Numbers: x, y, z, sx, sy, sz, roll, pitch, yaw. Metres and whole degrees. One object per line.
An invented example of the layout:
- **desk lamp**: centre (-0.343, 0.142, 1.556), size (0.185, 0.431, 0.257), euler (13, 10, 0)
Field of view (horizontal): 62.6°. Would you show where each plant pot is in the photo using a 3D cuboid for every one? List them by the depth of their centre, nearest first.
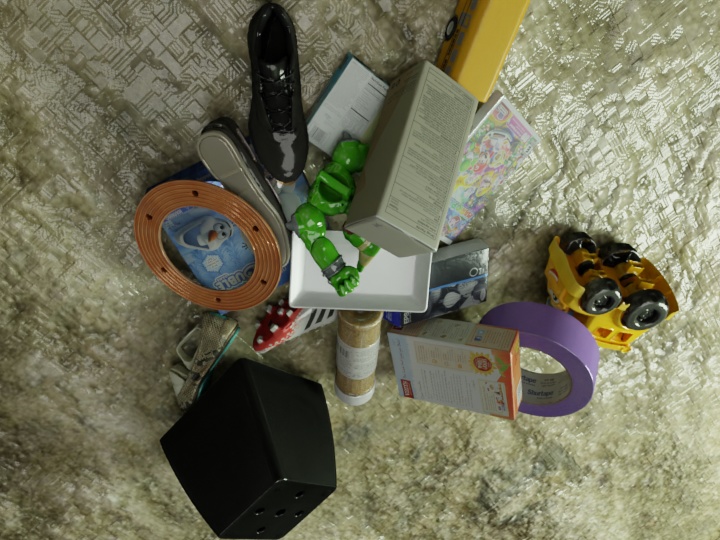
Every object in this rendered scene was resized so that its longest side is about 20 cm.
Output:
- **plant pot**: centre (-0.150, 0.284, 0.889), size (0.200, 0.179, 0.198), euler (-43, 140, 14)

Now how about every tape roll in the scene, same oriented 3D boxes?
- **tape roll**: centre (0.274, 0.145, 0.945), size (0.196, 0.066, 0.203), euler (18, 139, 16)

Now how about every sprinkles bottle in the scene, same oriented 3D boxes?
- **sprinkles bottle**: centre (-0.005, 0.123, 0.900), size (0.067, 0.069, 0.203), euler (-5, 136, -10)

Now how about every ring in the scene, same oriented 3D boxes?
- **ring**: centre (-0.193, -0.029, 0.755), size (0.195, 0.019, 0.204), euler (7, 128, 9)

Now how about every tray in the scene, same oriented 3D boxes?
- **tray**: centre (0.000, 0.000, 0.818), size (0.195, 0.022, 0.110), euler (3, 100, -8)

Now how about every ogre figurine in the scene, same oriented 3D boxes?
- **ogre figurine**: centre (-0.009, -0.085, 0.748), size (0.119, 0.098, 0.202), euler (34, 102, -11)

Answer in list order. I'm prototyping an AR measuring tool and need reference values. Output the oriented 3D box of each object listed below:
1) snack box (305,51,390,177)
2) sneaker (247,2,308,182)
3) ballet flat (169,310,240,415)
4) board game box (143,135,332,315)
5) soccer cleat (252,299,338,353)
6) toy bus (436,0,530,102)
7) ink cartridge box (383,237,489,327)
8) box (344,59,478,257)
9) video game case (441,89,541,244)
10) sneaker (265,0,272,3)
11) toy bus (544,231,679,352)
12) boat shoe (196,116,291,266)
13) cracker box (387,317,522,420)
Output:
- **snack box**: centre (0.030, -0.177, 0.787), size (0.198, 0.037, 0.117), euler (31, 110, -26)
- **sneaker**: centre (-0.099, -0.204, 0.684), size (0.074, 0.091, 0.205), euler (-9, 102, -7)
- **ballet flat**: centre (-0.246, 0.141, 0.890), size (0.074, 0.068, 0.202), euler (27, 115, -3)
- **board game box**: centre (-0.152, -0.064, 0.805), size (0.197, 0.044, 0.201), euler (-26, 122, 2)
- **soccer cleat**: centre (-0.077, 0.062, 0.880), size (0.200, 0.069, 0.085), euler (-43, 124, 7)
- **toy bus**: centre (0.157, -0.317, 0.713), size (0.064, 0.079, 0.203), euler (12, 116, -19)
- **ink cartridge box**: centre (0.103, 0.022, 0.895), size (0.196, 0.039, 0.101), euler (-15, 123, -17)
- **box**: centre (0.061, -0.127, 0.698), size (0.094, 0.077, 0.204), euler (27, 72, -26)
- **video game case**: centre (0.153, -0.133, 0.818), size (0.201, 0.018, 0.142), euler (-50, 144, 16)
- **sneaker**: centre (-0.094, -0.346, 0.653), size (0.195, 0.068, 0.091), euler (-4, 127, -11)
- **toy bus**: centre (0.366, 0.056, 0.955), size (0.196, 0.137, 0.194), euler (13, 131, -17)
- **boat shoe**: centre (-0.133, -0.096, 0.737), size (0.065, 0.058, 0.202), euler (-11, 125, 21)
- **cracker box**: centre (0.148, 0.147, 0.924), size (0.196, 0.058, 0.136), euler (6, 126, 27)
